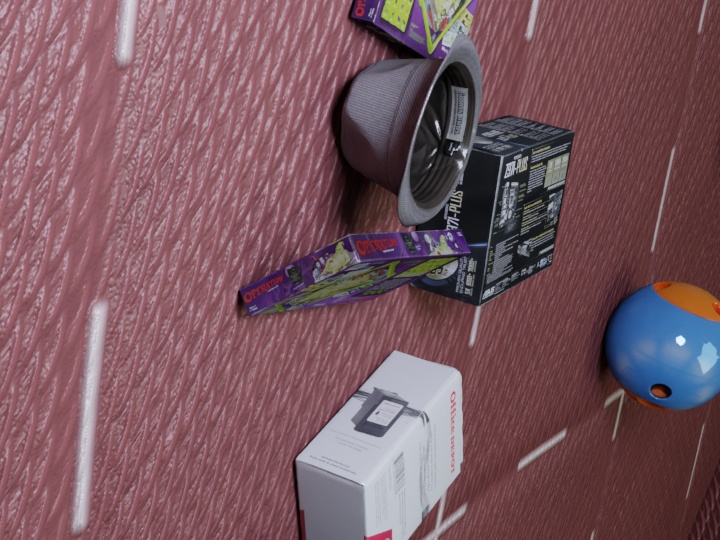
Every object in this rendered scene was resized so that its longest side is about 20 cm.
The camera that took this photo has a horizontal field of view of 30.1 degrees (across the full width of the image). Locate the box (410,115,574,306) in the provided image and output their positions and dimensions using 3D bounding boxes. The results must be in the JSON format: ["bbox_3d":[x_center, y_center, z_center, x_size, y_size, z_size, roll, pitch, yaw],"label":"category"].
[{"bbox_3d":[0.144,-0.069,1.447,0.200,0.086,0.164,-25,126,-57],"label":"box"}]

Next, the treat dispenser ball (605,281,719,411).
[{"bbox_3d":[0.480,0.116,2.072,0.201,0.200,0.202,-40,138,-48],"label":"treat dispenser ball"}]

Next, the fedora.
[{"bbox_3d":[0.039,-0.133,1.203,0.200,0.090,0.178,6,103,-72],"label":"fedora"}]

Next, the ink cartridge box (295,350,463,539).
[{"bbox_3d":[0.024,0.199,1.375,0.200,0.083,0.146,-44,141,-45],"label":"ink cartridge box"}]

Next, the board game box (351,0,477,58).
[{"bbox_3d":[0.059,-0.261,1.239,0.200,0.032,0.120,15,96,-64],"label":"board game box"}]

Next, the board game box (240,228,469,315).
[{"bbox_3d":[0.000,0.000,1.174,0.200,0.120,0.032,-5,68,-59],"label":"board game box"}]
